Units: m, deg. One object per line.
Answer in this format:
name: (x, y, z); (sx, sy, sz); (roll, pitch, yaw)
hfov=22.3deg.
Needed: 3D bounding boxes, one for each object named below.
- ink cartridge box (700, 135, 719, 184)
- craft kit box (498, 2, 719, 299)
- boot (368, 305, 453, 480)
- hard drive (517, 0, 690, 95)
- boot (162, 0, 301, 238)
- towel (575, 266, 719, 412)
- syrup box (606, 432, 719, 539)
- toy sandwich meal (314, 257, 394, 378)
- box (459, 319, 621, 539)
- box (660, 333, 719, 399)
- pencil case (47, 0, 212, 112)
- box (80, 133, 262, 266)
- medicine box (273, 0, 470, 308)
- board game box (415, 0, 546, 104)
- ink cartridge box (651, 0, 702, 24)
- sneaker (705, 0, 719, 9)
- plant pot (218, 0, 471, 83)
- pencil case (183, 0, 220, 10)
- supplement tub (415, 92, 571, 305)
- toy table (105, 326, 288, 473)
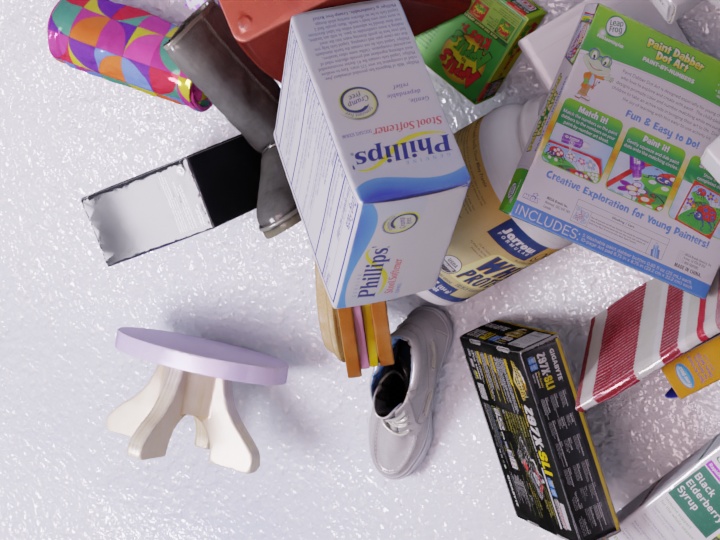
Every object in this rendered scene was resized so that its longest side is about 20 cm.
ink cartridge box: (0.408, -0.110, 1.532); (0.200, 0.084, 0.144); (-41, 84, 3)
craft kit box: (0.249, -0.104, 1.597); (0.199, 0.049, 0.198); (23, 95, -12)
boot: (0.034, 0.135, 1.852); (0.073, 0.095, 0.201); (21, 115, 21)
hard drive: (0.249, -0.154, 1.648); (0.132, 0.027, 0.201); (-31, 89, -2)
boot: (-0.111, -0.147, 1.740); (0.072, 0.182, 0.200); (-26, 114, 21)
towel: (0.283, 0.043, 1.663); (0.200, 0.144, 0.023); (-35, 109, 32)
syrup box: (0.322, 0.223, 1.732); (0.079, 0.081, 0.200); (49, 123, 5)
toy sandwich meal: (0.000, 0.000, 1.782); (0.070, 0.205, 0.206); (-1, 106, 7)
box: (0.170, 0.154, 1.756); (0.160, 0.049, 0.201); (7, 117, 71)
box: (0.355, 0.051, 1.637); (0.200, 0.119, 0.042); (-30, 91, 32)
pencil case: (-0.226, -0.228, 1.890); (0.199, 0.088, 0.089); (20, 114, 20)
box: (-0.160, -0.081, 1.828); (0.141, 0.200, 0.079); (-15, 98, 32)
medicine box: (0.004, -0.100, 1.599); (0.182, 0.102, 0.201); (105, 149, -60)
board game box: (0.067, -0.261, 1.738); (0.200, 0.048, 0.102); (40, 120, 13)
ink cartridge box: (0.296, -0.324, 1.519); (0.200, 0.084, 0.145); (-35, 83, 3)
sneaker: (0.287, -0.279, 1.610); (0.200, 0.070, 0.080); (47, 137, 10)
plant pot: (-0.045, -0.290, 1.647); (0.199, 0.176, 0.201); (-24, 87, 21)
pencil case: (-0.082, -0.249, 1.807); (0.200, 0.084, 0.086); (36, 140, 16)
supplement tub: (0.125, -0.068, 1.710); (0.200, 0.144, 0.145); (-29, 91, 32)
toy table: (-0.178, 0.136, 1.932); (0.199, 0.183, 0.118); (15, 97, 37)
